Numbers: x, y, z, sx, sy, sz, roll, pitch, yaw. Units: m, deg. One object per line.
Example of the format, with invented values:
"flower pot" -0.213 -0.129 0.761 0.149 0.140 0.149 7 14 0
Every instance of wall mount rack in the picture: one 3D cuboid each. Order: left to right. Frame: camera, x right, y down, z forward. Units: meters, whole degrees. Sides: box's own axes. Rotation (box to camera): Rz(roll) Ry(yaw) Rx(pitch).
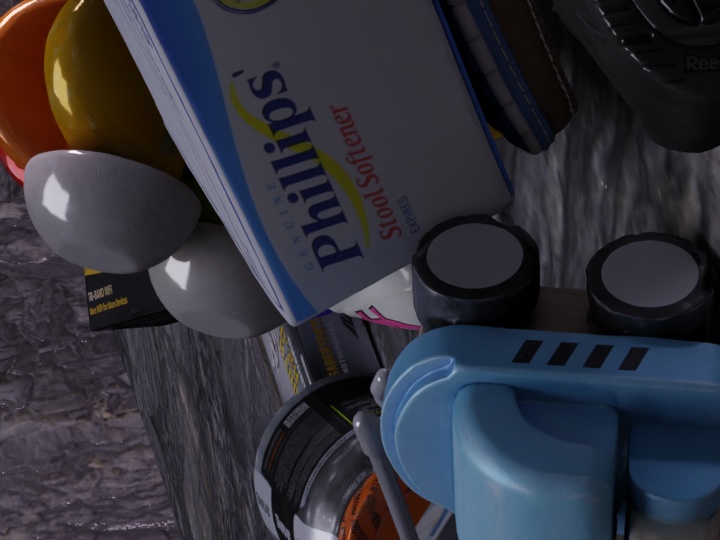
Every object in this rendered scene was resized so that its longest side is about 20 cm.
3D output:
"wall mount rack" 0.026 0.074 0.910 0.074 0.200 0.174 36 146 -2

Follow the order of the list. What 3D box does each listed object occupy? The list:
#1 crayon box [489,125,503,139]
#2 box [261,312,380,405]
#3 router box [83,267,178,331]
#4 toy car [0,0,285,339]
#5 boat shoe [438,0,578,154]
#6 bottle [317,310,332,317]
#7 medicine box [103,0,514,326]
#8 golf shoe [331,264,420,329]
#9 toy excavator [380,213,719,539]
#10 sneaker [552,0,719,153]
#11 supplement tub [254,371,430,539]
"crayon box" 0.008 -0.179 0.968 0.200 0.058 0.173 -116 15 -45
"box" -0.028 0.063 1.488 0.159 0.048 0.201 101 152 -65
"router box" -0.111 -0.053 1.227 0.200 0.052 0.158 163 102 -64
"toy car" -0.103 -0.068 1.045 0.149 0.200 0.176 -5 65 40
"boat shoe" 0.043 -0.142 0.797 0.201 0.072 0.072 64 173 -15
"bottle" -0.034 -0.048 1.284 0.200 0.083 0.066 93 159 -56
"medicine box" -0.045 -0.113 0.826 0.183 0.103 0.200 65 174 -34
"golf shoe" 0.000 0.000 1.162 0.200 0.092 0.073 -168 63 -76
"toy excavator" 0.097 0.089 0.737 0.201 0.193 0.100 -76 -13 -45
"sneaker" 0.075 -0.125 0.689 0.091 0.075 0.201 83 171 -67
"supplement tub" 0.016 0.130 1.169 0.200 0.122 0.123 -152 48 -76
